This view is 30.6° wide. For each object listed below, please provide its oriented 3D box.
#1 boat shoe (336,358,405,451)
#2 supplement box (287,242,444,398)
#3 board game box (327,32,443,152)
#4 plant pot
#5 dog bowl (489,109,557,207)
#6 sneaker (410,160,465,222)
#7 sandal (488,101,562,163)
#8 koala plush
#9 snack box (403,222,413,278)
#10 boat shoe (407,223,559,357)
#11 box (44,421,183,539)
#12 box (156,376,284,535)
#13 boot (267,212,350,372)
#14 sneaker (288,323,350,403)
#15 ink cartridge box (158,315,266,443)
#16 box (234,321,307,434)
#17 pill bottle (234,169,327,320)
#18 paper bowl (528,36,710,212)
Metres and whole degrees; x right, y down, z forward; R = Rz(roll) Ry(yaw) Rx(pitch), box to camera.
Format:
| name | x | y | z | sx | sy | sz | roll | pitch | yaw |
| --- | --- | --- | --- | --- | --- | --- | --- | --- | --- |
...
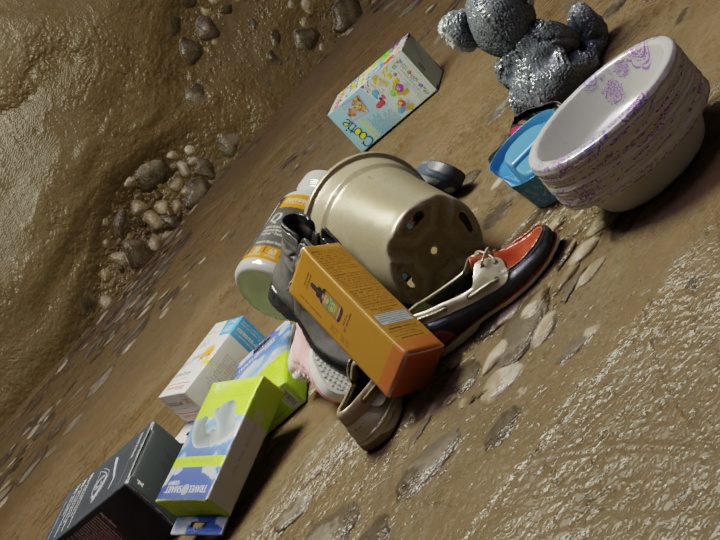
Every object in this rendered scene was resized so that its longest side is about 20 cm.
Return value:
| name | x | y | z | sx | sy | sz | roll | pitch | yaw |
| --- | --- | --- | --- | --- | --- | --- | --- | --- | --- |
| boat shoe | 0.020 | 0.118 | 1.509 | 0.072 | 0.065 | 0.201 | -35 | 19 | 34 |
| supplement box | 0.003 | 0.052 | 1.480 | 0.068 | 0.200 | 0.067 | -12 | -45 | -43 |
| board game box | 0.048 | -0.340 | 2.519 | 0.199 | 0.105 | 0.103 | -37 | 17 | 27 |
| plant pot | 0.051 | -0.037 | 1.632 | 0.201 | 0.201 | 0.183 | -48 | 26 | -11 |
| dog bowl | 0.227 | -0.138 | 1.637 | 0.111 | 0.050 | 0.200 | -45 | 16 | 5 |
| sneaker | 0.086 | -0.104 | 1.926 | 0.199 | 0.070 | 0.083 | -20 | 46 | 64 |
| sandal | 0.242 | -0.200 | 1.763 | 0.199 | 0.045 | 0.075 | -31 | 22 | 45 |
| koala plush | 0.223 | -0.327 | 1.842 | 0.177 | 0.200 | 0.185 | -35 | 19 | 32 |
| snack box | 0.000 | 0.000 | 1.859 | 0.169 | 0.068 | 0.200 | -49 | 14 | -7 |
| boat shoe | 0.136 | 0.013 | 1.475 | 0.200 | 0.063 | 0.071 | -42 | 14 | 12 |
| box | -0.331 | 0.333 | 1.824 | 0.199 | 0.104 | 0.149 | -38 | 17 | 24 |
| box | -0.182 | 0.235 | 1.668 | 0.121 | 0.048 | 0.202 | -13 | 45 | 49 |
| boot | -0.038 | 0.028 | 1.602 | 0.070 | 0.199 | 0.133 | -32 | -31 | -41 |
| sneaker | -0.044 | 0.123 | 1.681 | 0.201 | 0.074 | 0.106 | -110 | 28 | -51 |
| ink cartridge box | -0.240 | 0.172 | 2.059 | 0.201 | 0.068 | 0.115 | -54 | 17 | -26 |
| box | -0.128 | 0.157 | 1.835 | 0.122 | 0.048 | 0.201 | -42 | 17 | 16 |
| pill bottle | -0.083 | -0.038 | 1.834 | 0.116 | 0.116 | 0.201 | -25 | 29 | 52 |
| paper bowl | 0.284 | -0.144 | 1.398 | 0.200 | 0.104 | 0.201 | -43 | 16 | 15 |
